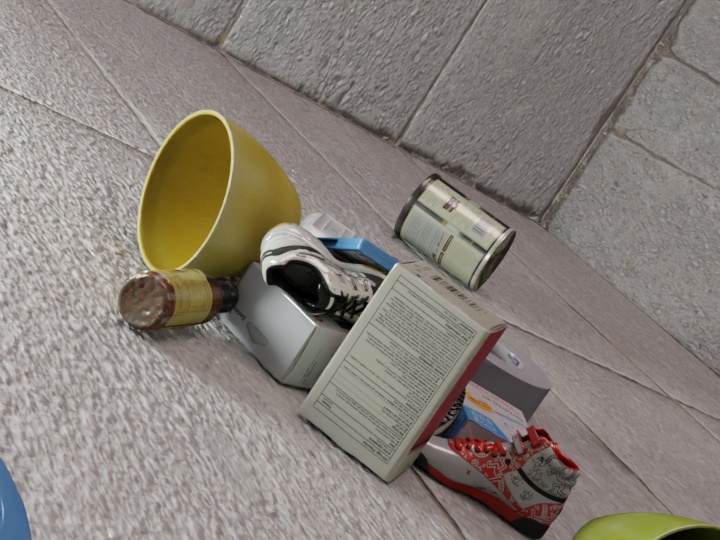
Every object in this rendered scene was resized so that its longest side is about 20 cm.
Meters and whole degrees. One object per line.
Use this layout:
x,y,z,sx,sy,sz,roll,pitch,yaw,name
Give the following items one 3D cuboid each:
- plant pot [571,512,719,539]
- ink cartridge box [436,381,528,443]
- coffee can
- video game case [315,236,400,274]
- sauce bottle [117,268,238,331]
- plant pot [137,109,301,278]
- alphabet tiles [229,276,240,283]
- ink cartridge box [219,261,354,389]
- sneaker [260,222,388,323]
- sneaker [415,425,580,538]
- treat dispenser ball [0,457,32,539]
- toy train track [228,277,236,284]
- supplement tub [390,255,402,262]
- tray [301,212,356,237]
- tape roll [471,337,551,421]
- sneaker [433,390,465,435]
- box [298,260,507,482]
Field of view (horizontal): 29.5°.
0.289,0.323,1.390,0.186,0.188,0.200,30,-3,-16,plant pot
0.150,0.197,1.713,0.115,0.068,0.200,31,12,-12,ink cartridge box
0.187,-0.076,2.710,0.199,0.147,0.146,37,12,14,coffee can
0.000,0.000,1.654,0.143,0.018,0.199,34,-15,-28,video game case
-0.192,0.031,1.490,0.066,0.066,0.200,36,10,14,sauce bottle
-0.154,-0.074,1.638,0.141,0.201,0.200,19,18,-37,plant pot
-0.160,0.022,1.739,0.167,0.008,0.199,42,14,34,alphabet tiles
-0.049,0.077,1.630,0.199,0.083,0.147,18,19,-50,ink cartridge box
-0.029,0.029,1.543,0.199,0.076,0.088,27,30,-13,sneaker
0.154,0.212,1.571,0.200,0.108,0.067,32,12,-3,sneaker
-0.244,0.137,0.595,0.200,0.202,0.201,32,12,-7,treat dispenser ball
-0.175,-0.011,1.736,0.114,0.033,0.200,29,12,-22,toy train track
0.060,0.061,1.888,0.199,0.123,0.123,33,12,-7,supplement tub
-0.049,-0.061,2.328,0.107,0.022,0.200,34,12,-1,tray
0.186,0.142,2.038,0.199,0.066,0.200,32,11,-7,tape roll
0.084,0.155,1.684,0.070,0.094,0.200,18,34,-4,sneaker
0.048,0.106,1.484,0.128,0.201,0.109,37,12,12,box
